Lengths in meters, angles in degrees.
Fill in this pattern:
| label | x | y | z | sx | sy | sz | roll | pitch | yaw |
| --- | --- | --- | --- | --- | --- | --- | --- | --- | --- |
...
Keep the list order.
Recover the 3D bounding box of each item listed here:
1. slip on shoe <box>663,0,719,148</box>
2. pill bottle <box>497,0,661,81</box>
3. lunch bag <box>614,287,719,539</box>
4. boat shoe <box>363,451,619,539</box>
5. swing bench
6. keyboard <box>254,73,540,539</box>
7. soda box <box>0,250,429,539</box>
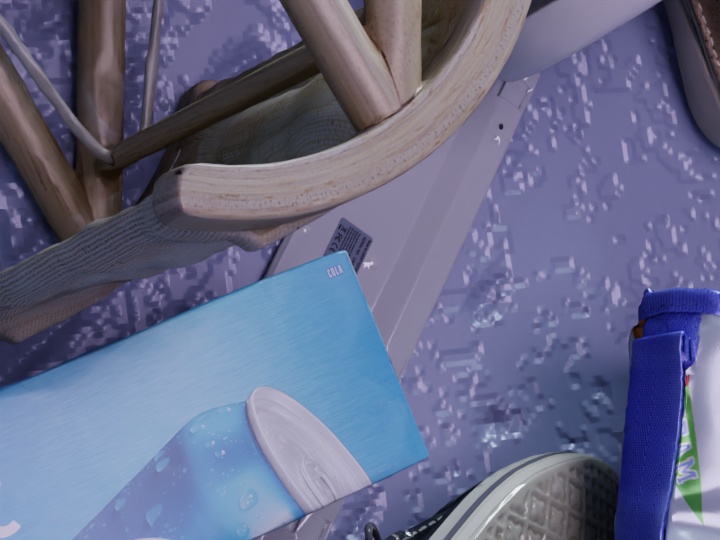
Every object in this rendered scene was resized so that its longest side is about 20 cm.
| label | x | y | z | sx | sy | sz | roll | pitch | yaw |
| --- | --- | --- | --- | --- | --- | --- | --- | --- | --- |
| slip on shoe | 0.126 | -0.140 | 0.877 | 0.076 | 0.060 | 0.202 | -13 | 88 | -30 |
| pill bottle | 0.039 | -0.171 | 0.803 | 0.112 | 0.112 | 0.201 | -34 | 95 | -30 |
| lunch bag | 0.155 | 0.107 | 0.814 | 0.199 | 0.123 | 0.171 | 17 | 71 | -35 |
| boat shoe | 0.018 | 0.111 | 0.771 | 0.200 | 0.062 | 0.075 | -32 | 110 | -45 |
| swing bench | -0.057 | -0.096 | 0.686 | 0.129 | 0.199 | 0.202 | -14 | 88 | -30 |
| keyboard | 0.000 | 0.000 | 0.812 | 0.056 | 0.011 | 0.201 | 32 | 66 | -15 |
| soda box | -0.084 | 0.063 | 0.715 | 0.199 | 0.064 | 0.068 | -23 | 89 | -28 |
